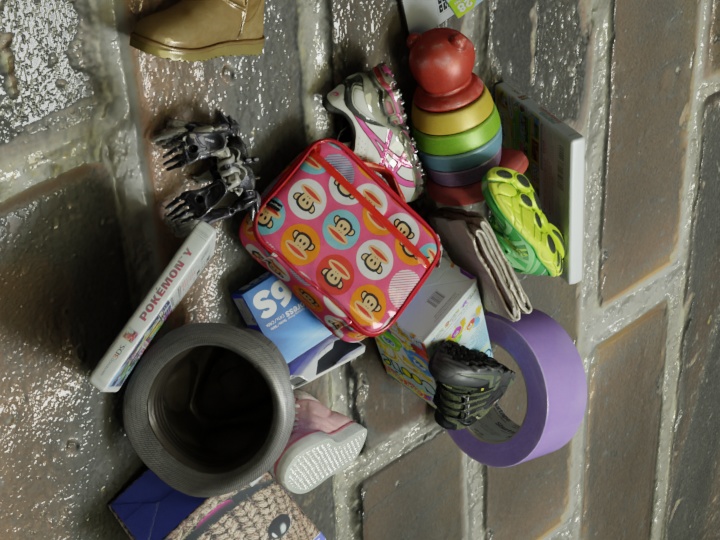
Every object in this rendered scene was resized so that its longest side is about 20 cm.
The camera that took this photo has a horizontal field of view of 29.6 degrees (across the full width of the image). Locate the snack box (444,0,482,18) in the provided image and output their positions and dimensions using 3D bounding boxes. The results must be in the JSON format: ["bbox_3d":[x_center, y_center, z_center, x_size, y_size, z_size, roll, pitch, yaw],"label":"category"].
[{"bbox_3d":[0.114,-0.396,1.436,0.168,0.068,0.200,-36,130,9],"label":"snack box"}]

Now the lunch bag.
[{"bbox_3d":[-0.014,-0.041,1.489,0.200,0.082,0.177,42,68,-10],"label":"lunch bag"}]

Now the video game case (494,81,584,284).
[{"bbox_3d":[0.221,-0.110,1.692,0.023,0.182,0.201,-18,125,-18],"label":"video game case"}]

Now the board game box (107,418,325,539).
[{"bbox_3d":[-0.160,0.287,1.550,0.159,0.097,0.200,-42,137,-8],"label":"board game box"}]

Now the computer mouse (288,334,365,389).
[{"bbox_3d":[-0.076,0.113,1.578,0.199,0.109,0.044,-26,88,-45],"label":"computer mouse"}]

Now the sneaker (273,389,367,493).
[{"bbox_3d":[-0.075,0.196,1.590,0.076,0.104,0.200,-64,161,13],"label":"sneaker"}]

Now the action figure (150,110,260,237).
[{"bbox_3d":[-0.156,-0.098,1.359,0.200,0.101,0.120,-39,117,-83],"label":"action figure"}]

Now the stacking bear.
[{"bbox_3d":[0.108,-0.187,1.576,0.114,0.121,0.201,-49,135,-39],"label":"stacking bear"}]

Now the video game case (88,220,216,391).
[{"bbox_3d":[-0.203,0.040,1.348,0.183,0.023,0.200,-56,-177,-8],"label":"video game case"}]

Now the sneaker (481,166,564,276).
[{"bbox_3d":[0.178,-0.045,1.590,0.200,0.083,0.075,51,36,-49],"label":"sneaker"}]

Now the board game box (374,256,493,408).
[{"bbox_3d":[0.085,0.072,1.673,0.105,0.103,0.200,-47,151,-17],"label":"board game box"}]

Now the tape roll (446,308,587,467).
[{"bbox_3d":[0.194,0.152,1.792,0.085,0.199,0.202,-9,117,-43],"label":"tape roll"}]

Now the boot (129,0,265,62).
[{"bbox_3d":[-0.142,-0.306,1.293,0.175,0.066,0.202,-20,126,-54],"label":"boot"}]

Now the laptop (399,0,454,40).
[{"bbox_3d":[0.142,-0.367,1.516,0.200,0.116,0.188,-38,134,-27],"label":"laptop"}]

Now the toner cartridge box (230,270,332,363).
[{"bbox_3d":[-0.038,0.016,1.541,0.199,0.043,0.096,-33,104,-20],"label":"toner cartridge box"}]

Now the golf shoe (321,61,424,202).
[{"bbox_3d":[0.015,-0.148,1.551,0.091,0.073,0.201,-22,136,1],"label":"golf shoe"}]

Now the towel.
[{"bbox_3d":[0.138,-0.010,1.624,0.034,0.200,0.133,-29,99,-7],"label":"towel"}]

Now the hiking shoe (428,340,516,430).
[{"bbox_3d":[0.124,0.147,1.621,0.101,0.075,0.200,-62,153,3],"label":"hiking shoe"}]

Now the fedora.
[{"bbox_3d":[-0.148,0.134,1.444,0.200,0.177,0.090,-51,178,26],"label":"fedora"}]
